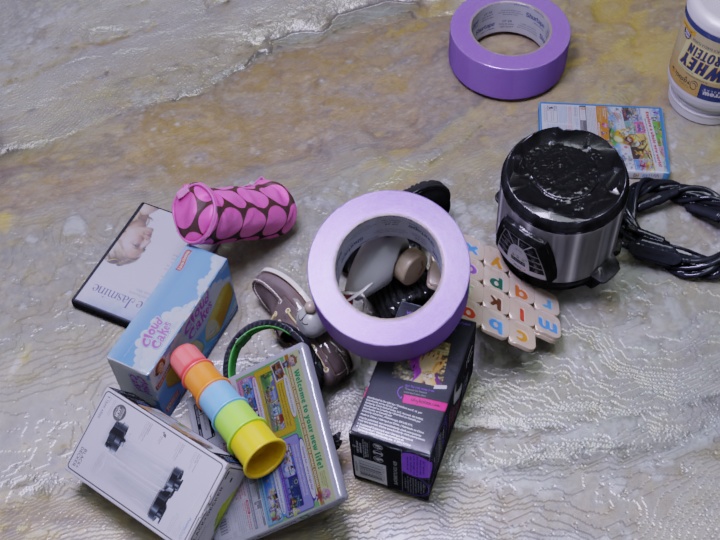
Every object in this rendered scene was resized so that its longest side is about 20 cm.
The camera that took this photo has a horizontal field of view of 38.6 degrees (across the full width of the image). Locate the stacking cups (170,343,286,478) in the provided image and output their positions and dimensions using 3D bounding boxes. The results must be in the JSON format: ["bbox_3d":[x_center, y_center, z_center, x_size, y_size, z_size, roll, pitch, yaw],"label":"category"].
[{"bbox_3d":[-0.164,0.163,1.253,0.060,0.061,0.200,-29,50,-19],"label":"stacking cups"}]

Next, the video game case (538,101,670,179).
[{"bbox_3d":[0.381,-0.206,1.622,0.197,0.018,0.145,3,53,4],"label":"video game case"}]

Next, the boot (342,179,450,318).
[{"bbox_3d":[0.080,-0.021,1.451,0.210,0.080,0.158,-37,54,-12],"label":"boot"}]

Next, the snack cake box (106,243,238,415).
[{"bbox_3d":[-0.244,0.080,1.363,0.066,0.116,0.201,19,56,16],"label":"snack cake box"}]

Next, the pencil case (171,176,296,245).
[{"bbox_3d":[-0.179,-0.087,1.447,0.090,0.199,0.095,-24,82,29],"label":"pencil case"}]

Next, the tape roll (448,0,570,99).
[{"bbox_3d":[0.247,-0.380,1.717,0.197,0.066,0.202,-1,53,2],"label":"tape roll"}]

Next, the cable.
[{"bbox_3d":[0.470,-0.064,1.502,0.197,0.051,0.164,13,50,14],"label":"cable"}]

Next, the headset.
[{"bbox_3d":[-0.096,0.151,1.299,0.200,0.094,0.124,45,97,16],"label":"headset"}]

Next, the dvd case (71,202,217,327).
[{"bbox_3d":[-0.306,-0.004,1.489,0.141,0.018,0.201,19,56,14],"label":"dvd case"}]

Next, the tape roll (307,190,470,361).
[{"bbox_3d":[0.036,0.006,1.260,0.197,0.066,0.203,-1,69,3],"label":"tape roll"}]

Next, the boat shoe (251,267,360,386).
[{"bbox_3d":[-0.086,0.075,1.393,0.059,0.072,0.200,-35,65,-26],"label":"boat shoe"}]

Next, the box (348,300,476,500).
[{"bbox_3d":[0.068,0.161,1.290,0.105,0.123,0.201,15,55,14],"label":"box"}]

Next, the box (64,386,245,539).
[{"bbox_3d":[-0.247,0.240,1.245,0.198,0.060,0.118,25,85,24],"label":"box"}]

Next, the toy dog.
[{"bbox_3d":[0.000,0.000,1.341,0.130,0.097,0.201,17,57,24],"label":"toy dog"}]

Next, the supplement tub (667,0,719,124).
[{"bbox_3d":[0.562,-0.342,1.604,0.142,0.201,0.146,-1,52,1],"label":"supplement tub"}]

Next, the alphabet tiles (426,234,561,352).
[{"bbox_3d":[0.181,0.029,1.394,0.198,0.015,0.197,24,34,-10],"label":"alphabet tiles"}]

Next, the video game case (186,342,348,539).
[{"bbox_3d":[-0.117,0.214,1.249,0.180,0.022,0.202,-27,62,18],"label":"video game case"}]

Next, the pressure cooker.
[{"bbox_3d":[0.274,-0.072,1.410,0.176,0.201,0.178,-1,57,3],"label":"pressure cooker"}]
